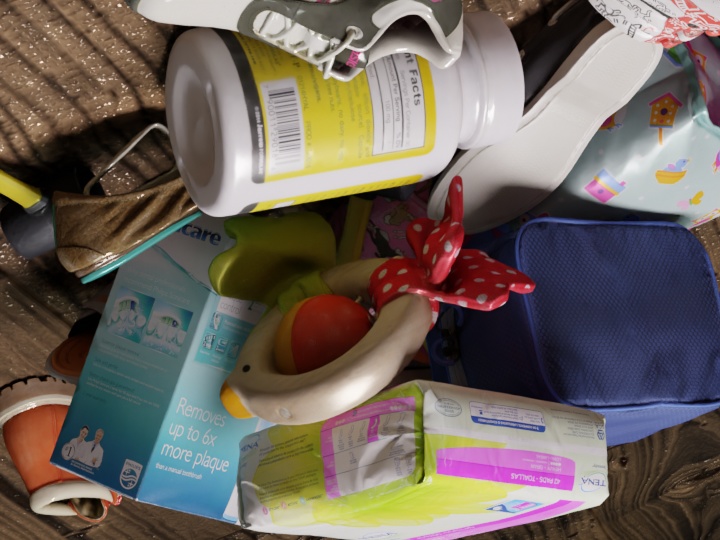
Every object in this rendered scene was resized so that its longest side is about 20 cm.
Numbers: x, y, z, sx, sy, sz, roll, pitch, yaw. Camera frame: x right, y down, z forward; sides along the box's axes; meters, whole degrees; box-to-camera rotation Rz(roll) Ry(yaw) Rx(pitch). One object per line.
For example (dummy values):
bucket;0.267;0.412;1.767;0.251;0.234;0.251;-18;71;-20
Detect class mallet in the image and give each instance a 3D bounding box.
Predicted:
mallet;-0.236;-0.054;1.356;0.066;0.041;0.200;-33;151;22
mallet;0.000;0.000;1.483;0.065;0.202;0.041;12;-158;18

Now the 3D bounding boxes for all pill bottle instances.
pill bottle;-0.007;-0.101;1.333;0.199;0.112;0.111;-10;157;-23

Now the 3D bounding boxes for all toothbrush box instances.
toothbrush box;-0.105;0.059;1.507;0.085;0.201;0.146;17;175;33

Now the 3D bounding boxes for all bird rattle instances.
bird rattle;-0.002;0.034;1.362;0.199;0.164;0.113;2;135;34

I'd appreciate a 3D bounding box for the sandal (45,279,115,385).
sandal;-0.143;0.022;1.582;0.079;0.060;0.206;16;-149;38

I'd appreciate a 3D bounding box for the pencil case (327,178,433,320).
pencil case;0.020;-0.026;1.584;0.086;0.083;0.200;21;144;-17

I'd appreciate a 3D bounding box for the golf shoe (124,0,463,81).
golf shoe;-0.031;-0.151;1.229;0.199;0.089;0.077;-8;158;-24

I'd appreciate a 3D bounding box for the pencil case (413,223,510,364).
pencil case;0.077;0.031;1.637;0.201;0.088;0.088;-54;153;4

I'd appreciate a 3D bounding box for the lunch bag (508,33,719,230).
lunch bag;0.203;-0.081;1.557;0.170;0.123;0.200;-31;150;25

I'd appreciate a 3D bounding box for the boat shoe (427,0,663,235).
boat shoe;0.112;-0.106;1.451;0.074;0.061;0.200;22;123;-32

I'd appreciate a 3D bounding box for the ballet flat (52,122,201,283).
ballet flat;-0.103;-0.062;1.386;0.199;0.073;0.068;-25;-177;-14

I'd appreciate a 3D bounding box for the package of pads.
package of pads;0.032;0.124;1.389;0.154;0.069;0.199;10;160;-36

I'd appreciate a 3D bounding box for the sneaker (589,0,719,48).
sneaker;0.216;-0.164;1.309;0.068;0.200;0.108;-60;165;-18

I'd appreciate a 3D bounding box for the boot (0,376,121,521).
boot;-0.210;0.153;1.781;0.075;0.108;0.200;-32;158;24

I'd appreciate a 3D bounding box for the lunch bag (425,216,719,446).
lunch bag;0.133;0.049;1.494;0.199;0.137;0.132;3;159;-34

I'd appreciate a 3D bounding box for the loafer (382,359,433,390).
loafer;0.072;0.096;1.557;0.199;0.063;0.072;-3;119;-44
